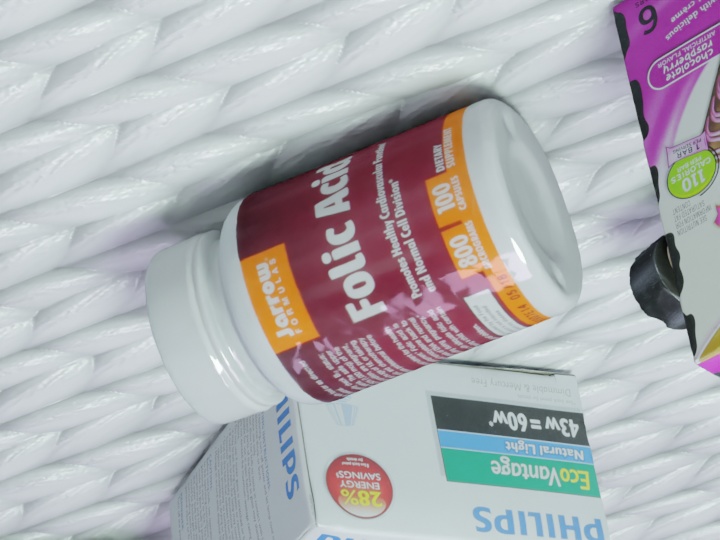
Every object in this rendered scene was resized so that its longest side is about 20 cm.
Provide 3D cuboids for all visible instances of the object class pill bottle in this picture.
[{"bbox_3d":[0.000,0.000,1.258,0.199,0.115,0.114,-22,147,19],"label":"pill bottle"}]

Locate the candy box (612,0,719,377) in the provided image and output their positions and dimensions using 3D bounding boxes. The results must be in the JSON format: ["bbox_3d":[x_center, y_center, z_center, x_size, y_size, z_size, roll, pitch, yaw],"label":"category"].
[{"bbox_3d":[0.199,-0.061,1.128,0.136,0.201,0.061,-30,144,29],"label":"candy box"}]

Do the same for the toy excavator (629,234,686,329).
[{"bbox_3d":[0.270,-0.004,1.350,0.194,0.200,0.100,45,135,0],"label":"toy excavator"}]

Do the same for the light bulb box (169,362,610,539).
[{"bbox_3d":[0.013,0.152,1.499,0.197,0.125,0.200,8,144,-25],"label":"light bulb box"}]
